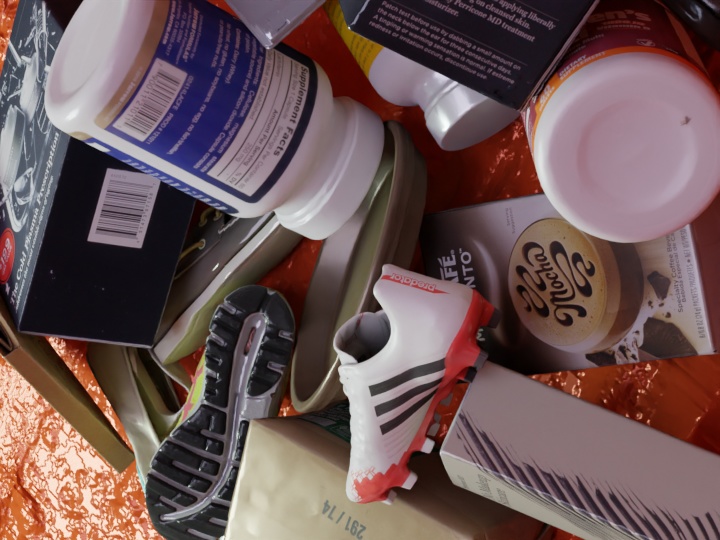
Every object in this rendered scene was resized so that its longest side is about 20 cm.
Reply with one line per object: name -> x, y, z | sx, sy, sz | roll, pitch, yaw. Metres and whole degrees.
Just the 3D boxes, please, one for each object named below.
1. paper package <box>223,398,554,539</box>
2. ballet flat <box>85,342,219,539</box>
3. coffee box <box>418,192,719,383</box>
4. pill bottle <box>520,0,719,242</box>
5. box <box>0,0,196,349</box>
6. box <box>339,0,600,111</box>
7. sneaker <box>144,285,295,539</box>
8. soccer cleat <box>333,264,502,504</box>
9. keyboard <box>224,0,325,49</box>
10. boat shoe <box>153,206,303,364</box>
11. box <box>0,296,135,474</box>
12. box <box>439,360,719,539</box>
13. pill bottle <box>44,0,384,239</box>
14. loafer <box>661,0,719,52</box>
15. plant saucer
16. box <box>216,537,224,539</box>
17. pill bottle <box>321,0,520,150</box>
paper package -> 0.011, 0.208, 1.606 | 0.200, 0.103, 0.191 | 25, 110, 34
ballet flat -> -0.137, 0.120, 1.739 | 0.069, 0.069, 0.200 | -39, 73, 35
coffee box -> 0.142, 0.003, 1.486 | 0.200, 0.080, 0.113 | -10, 91, 39
pill bottle -> 0.146, -0.101, 1.385 | 0.109, 0.200, 0.110 | -1, 113, -2
box -> -0.191, -0.077, 1.677 | 0.182, 0.104, 0.200 | 52, 129, 57
box -> 0.076, -0.232, 1.331 | 0.197, 0.124, 0.200 | -54, 27, 24
sneaker -> -0.089, 0.101, 1.680 | 0.078, 0.090, 0.200 | 23, 101, 0
soccer cleat -> 0.017, 0.070, 1.466 | 0.085, 0.069, 0.200 | 26, 138, -2
keyboard -> 0.000, -0.223, 1.491 | 0.200, 0.011, 0.056 | -41, 68, 4
boat shoe -> -0.097, -0.012, 1.679 | 0.060, 0.072, 0.202 | 54, 128, 13
box -> -0.245, 0.051, 1.729 | 0.021, 0.200, 0.164 | -39, 56, -4
box -> 0.154, 0.128, 1.449 | 0.200, 0.082, 0.068 | 21, 75, 17
pill bottle -> -0.090, -0.102, 1.528 | 0.116, 0.200, 0.116 | -42, 33, 36
loafer -> 0.172, -0.220, 1.449 | 0.063, 0.072, 0.200 | -45, 75, 13
plant saucer -> 0.000, 0.000, 1.560 | 0.029, 0.200, 0.200 | 19, 115, -11
box -> -0.086, 0.247, 1.729 | 0.041, 0.039, 0.200 | 21, 109, 37
pill bottle -> 0.031, -0.177, 1.533 | 0.104, 0.104, 0.200 | -43, 70, 34
